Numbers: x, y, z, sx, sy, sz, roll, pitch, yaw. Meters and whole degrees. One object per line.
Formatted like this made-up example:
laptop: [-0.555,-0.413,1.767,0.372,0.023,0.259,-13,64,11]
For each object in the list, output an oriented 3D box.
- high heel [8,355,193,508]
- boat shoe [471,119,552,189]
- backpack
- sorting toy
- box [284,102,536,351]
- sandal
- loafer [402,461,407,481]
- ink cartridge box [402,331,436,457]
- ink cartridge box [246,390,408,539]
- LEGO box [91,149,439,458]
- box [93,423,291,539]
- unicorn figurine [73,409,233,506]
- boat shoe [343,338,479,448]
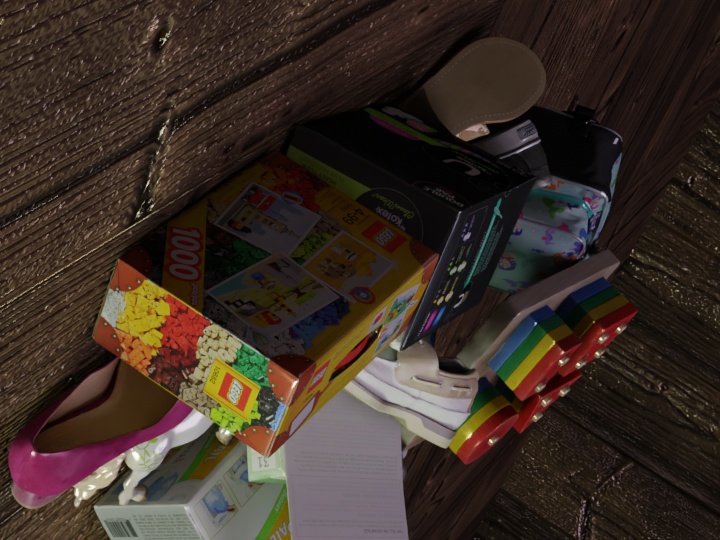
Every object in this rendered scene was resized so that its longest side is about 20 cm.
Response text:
high heel: [-0.155,0.084,1.279,0.200,0.067,0.096,-47,174,-27]
boat shoe: [0.076,-0.066,1.607,0.200,0.064,0.071,-21,-176,44]
backpack: [0.149,-0.062,1.801,0.200,0.177,0.151,102,5,-66]
sorting toy: [0.152,0.091,1.749,0.200,0.070,0.199,-23,155,-53]
box: [0.026,-0.040,1.473,0.200,0.148,0.124,-25,140,-66]
sandal: [0.076,-0.143,1.663,0.070,0.078,0.212,-25,-173,46]
loafer: [-0.042,0.174,1.769,0.073,0.200,0.071,50,46,-38]
ink cartridge box: [0.027,0.068,1.790,0.200,0.086,0.147,103,-1,-60]
ink cartridge box: [-0.024,0.165,1.488,0.145,0.048,0.200,10,74,-48]
LEGO box: [-0.062,0.018,1.295,0.200,0.149,0.077,-41,159,-51]
box: [-0.099,0.169,1.529,0.200,0.112,0.101,-46,118,-42]
unicorn figurine: [-0.129,0.098,1.409,0.200,0.074,0.137,-53,171,-29]
boat shoe: [0.021,0.073,1.462,0.068,0.075,0.200,-57,140,1]
